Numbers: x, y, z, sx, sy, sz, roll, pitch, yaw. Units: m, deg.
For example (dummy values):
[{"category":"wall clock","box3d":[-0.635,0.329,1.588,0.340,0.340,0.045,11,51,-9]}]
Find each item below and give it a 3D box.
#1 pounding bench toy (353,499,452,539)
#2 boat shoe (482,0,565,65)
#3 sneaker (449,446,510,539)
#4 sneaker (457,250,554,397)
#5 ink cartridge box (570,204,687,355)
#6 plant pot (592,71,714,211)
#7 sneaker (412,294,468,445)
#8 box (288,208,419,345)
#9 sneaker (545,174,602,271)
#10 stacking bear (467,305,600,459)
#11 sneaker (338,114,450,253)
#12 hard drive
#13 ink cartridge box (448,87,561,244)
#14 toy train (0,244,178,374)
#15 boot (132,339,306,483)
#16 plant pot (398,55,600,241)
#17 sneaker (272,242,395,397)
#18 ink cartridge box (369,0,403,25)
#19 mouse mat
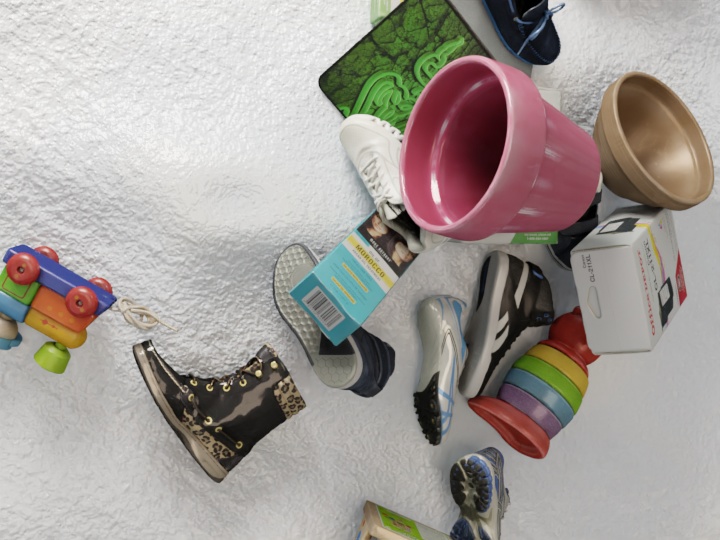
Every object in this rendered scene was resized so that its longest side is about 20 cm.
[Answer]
[{"category":"pounding bench toy","box3d":[0.071,0.415,0.997,0.198,0.124,0.158,24,86,-3]},{"category":"boat shoe","box3d":[0.203,-0.329,0.991,0.199,0.068,0.085,35,74,-39]},{"category":"sneaker","box3d":[0.171,0.331,1.075,0.085,0.076,0.203,-24,122,-48]},{"category":"sneaker","box3d":[0.206,0.083,1.074,0.111,0.073,0.203,16,87,-17]},{"category":"ink cartridge box","box3d":[0.366,0.008,1.065,0.199,0.082,0.147,-32,110,-51]},{"category":"plant pot","box3d":[0.386,-0.163,1.092,0.199,0.093,0.203,15,60,-28]},{"category":"sneaker","box3d":[0.112,0.133,1.049,0.072,0.072,0.203,-1,97,-25]},{"category":"box","box3d":[0.000,0.000,0.943,0.082,0.049,0.200,48,36,-4]},{"category":"sneaker","box3d":[0.289,-0.093,1.090,0.078,0.079,0.202,-19,101,-17]},{"category":"stacking bear","box3d":[0.261,0.144,1.083,0.121,0.114,0.201,43,75,-16]},{"category":"sneaker","box3d":[0.039,-0.108,0.982,0.200,0.075,0.081,50,45,1]},{"category":"hard drive","box3d":[0.156,-0.324,1.020,0.198,0.033,0.141,10,90,-40]},{"category":"ink cartridge box","box3d":[0.183,-0.137,1.047,0.145,0.083,0.203,0,94,-18]},{"category":"toy train","box3d":[-0.319,0.066,0.883,0.199,0.085,0.116,31,95,-8]},{"category":"boot","box3d":[-0.167,0.137,0.951,0.150,0.073,0.201,-34,107,-13]},{"category":"plant pot","box3d":[0.169,-0.124,0.912,0.177,0.199,0.203,11,90,-32]},{"category":"sneaker","box3d":[-0.030,0.068,0.995,0.077,0.146,0.204,-33,62,15]},{"category":"ink cartridge box","box3d":[0.111,-0.387,1.028,0.197,0.048,0.148,1,93,-17]},{"category":"mouse mat","box3d":[0.062,-0.230,0.971,0.199,0.008,0.161,-34,108,32]}]
